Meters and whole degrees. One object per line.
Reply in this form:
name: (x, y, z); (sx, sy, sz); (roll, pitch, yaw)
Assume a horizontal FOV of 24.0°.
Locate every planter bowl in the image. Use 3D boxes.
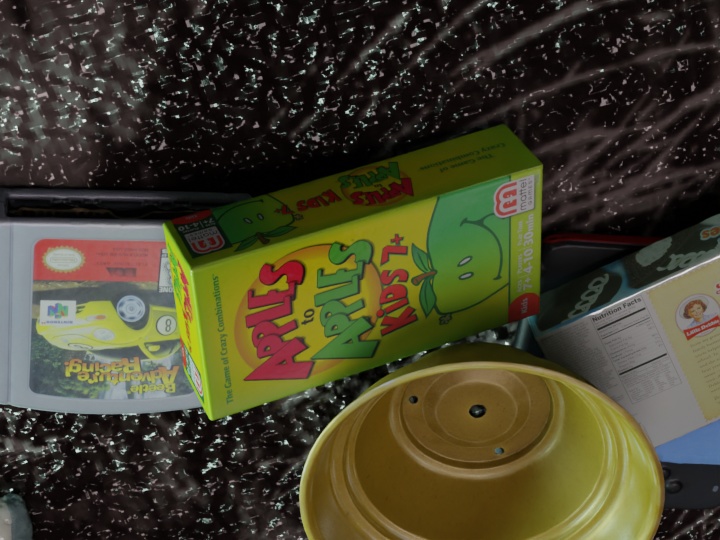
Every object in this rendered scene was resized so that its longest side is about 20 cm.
planter bowl: (0.067, 0.102, 0.950); (0.198, 0.084, 0.202); (1, 128, 1)

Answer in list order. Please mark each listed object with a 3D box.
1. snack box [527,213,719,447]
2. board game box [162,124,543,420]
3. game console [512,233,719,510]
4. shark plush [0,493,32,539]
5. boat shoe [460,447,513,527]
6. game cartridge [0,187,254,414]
snack box: (0.207, 0.027, 0.973); (0.198, 0.037, 0.117); (-24, 125, 10)
board game box: (0.000, 0.000, 0.909); (0.198, 0.048, 0.102); (-17, 130, -17)
game console: (0.175, 0.066, 1.033); (0.175, 0.031, 0.202); (1, 125, -13)
shark plush: (-0.212, 0.228, 1.052); (0.083, 0.091, 0.201); (-36, 125, -22)
boat shoe: (0.037, 0.180, 1.069); (0.066, 0.070, 0.201); (16, 116, -50)
game cartridge: (-0.134, 0.019, 0.934); (0.198, 0.041, 0.134); (0, 129, -12)
